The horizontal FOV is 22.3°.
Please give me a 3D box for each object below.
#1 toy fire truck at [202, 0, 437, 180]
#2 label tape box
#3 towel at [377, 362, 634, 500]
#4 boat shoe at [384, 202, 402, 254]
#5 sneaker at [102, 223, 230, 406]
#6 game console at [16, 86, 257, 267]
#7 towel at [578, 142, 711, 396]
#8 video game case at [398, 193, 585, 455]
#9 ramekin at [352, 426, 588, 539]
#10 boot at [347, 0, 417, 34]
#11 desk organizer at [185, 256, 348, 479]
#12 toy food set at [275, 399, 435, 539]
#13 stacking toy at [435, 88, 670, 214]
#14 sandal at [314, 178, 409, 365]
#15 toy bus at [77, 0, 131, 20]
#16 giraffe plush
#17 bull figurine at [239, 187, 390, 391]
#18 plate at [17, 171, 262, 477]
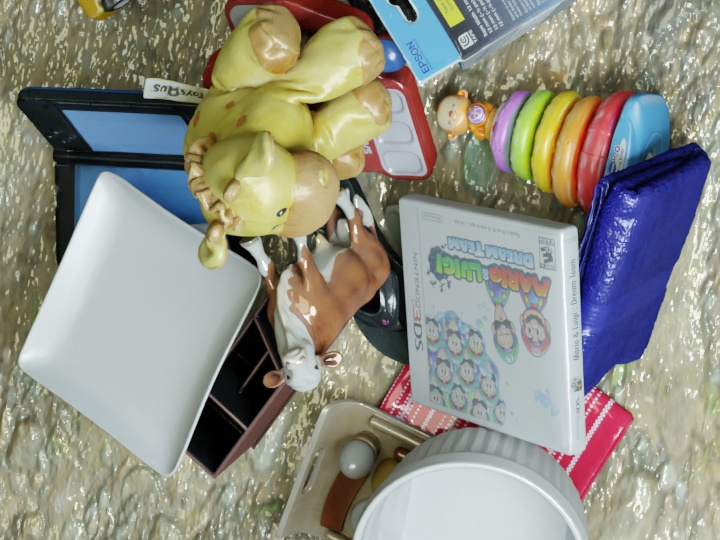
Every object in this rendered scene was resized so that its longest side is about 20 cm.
[{"bbox_3d":[-0.029,-0.157,1.525,0.166,0.113,0.201,3,138,20],"label":"toy fire truck"},{"bbox_3d":[0.082,-0.249,1.499,0.199,0.066,0.144,-32,88,-20],"label":"label tape box"},{"bbox_3d":[0.124,0.131,1.604,0.199,0.022,0.145,35,103,9],"label":"towel"},{"bbox_3d":[0.105,-0.004,1.569,0.066,0.075,0.199,-37,55,-22],"label":"boat shoe"},{"bbox_3d":[-0.166,0.047,1.641,0.076,0.080,0.201,36,107,27],"label":"sneaker"},{"bbox_3d":[-0.197,-0.073,1.622,0.198,0.171,0.120,3,70,14],"label":"game console"},{"bbox_3d":[0.211,-0.001,1.481,0.049,0.147,0.202,30,122,24],"label":"towel"},{"bbox_3d":[0.105,0.040,1.489,0.199,0.024,0.184,14,113,50],"label":"video game case"},{"bbox_3d":[0.096,0.226,1.511,0.198,0.105,0.202,4,110,11],"label":"ramekin"},{"bbox_3d":[-0.022,-0.253,1.570,0.209,0.079,0.159,-23,90,15],"label":"boot"},{"bbox_3d":[-0.088,0.084,1.597,0.072,0.077,0.201,41,121,7],"label":"desk organizer"},{"bbox_3d":[0.036,0.217,1.602,0.198,0.060,0.145,25,114,11],"label":"toy food set"},{"bbox_3d":[0.151,-0.113,1.539,0.198,0.110,0.117,18,103,23],"label":"stacking toy"},{"bbox_3d":[-0.001,0.000,1.601,0.075,0.048,0.202,-36,83,31],"label":"sandal"},{"bbox_3d":[-0.166,-0.299,1.603,0.199,0.078,0.065,-34,88,16],"label":"toy bus"},{"bbox_3d":[-0.072,-0.092,1.406,0.197,0.163,0.174,-6,131,2],"label":"giraffe plush"},{"bbox_3d":[-0.036,0.010,1.481,0.064,0.200,0.123,-8,112,27],"label":"bull figurine"},{"bbox_3d":[-0.188,0.044,1.590,0.199,0.032,0.202,32,103,28],"label":"plate"}]
